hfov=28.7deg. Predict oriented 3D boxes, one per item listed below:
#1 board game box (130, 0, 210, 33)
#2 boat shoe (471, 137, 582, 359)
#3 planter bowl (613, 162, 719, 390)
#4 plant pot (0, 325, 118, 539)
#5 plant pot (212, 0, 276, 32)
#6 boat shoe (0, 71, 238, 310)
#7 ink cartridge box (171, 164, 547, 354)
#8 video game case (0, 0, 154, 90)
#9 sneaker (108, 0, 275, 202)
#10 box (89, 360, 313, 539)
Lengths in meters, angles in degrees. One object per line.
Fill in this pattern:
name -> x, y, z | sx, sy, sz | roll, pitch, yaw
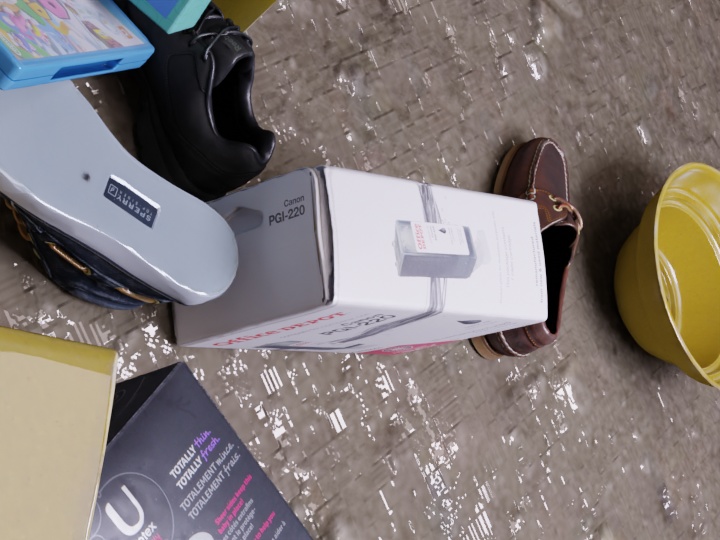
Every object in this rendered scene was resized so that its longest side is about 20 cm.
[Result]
board game box -> -0.130, -0.253, 0.763 | 0.200, 0.152, 0.045 | 40, 21, 0
boat shoe -> 0.140, -0.022, 1.089 | 0.070, 0.070, 0.201 | 35, 53, -33
planter bowl -> 0.276, 0.015, 1.211 | 0.199, 0.083, 0.202 | 16, 67, -42
plant pot -> -0.241, 0.112, 0.560 | 0.199, 0.194, 0.197 | 23, 61, -31
plant pot -> -0.069, -0.298, 0.876 | 0.176, 0.200, 0.201 | 37, 52, -17
boat shoe -> -0.164, -0.039, 0.754 | 0.200, 0.090, 0.071 | 41, 53, -32
ink cartridge box -> 0.000, 0.000, 0.875 | 0.199, 0.145, 0.086 | 8, 73, -45
video game case -> -0.187, -0.156, 0.721 | 0.143, 0.018, 0.200 | 47, 14, -2
sneaker -> -0.108, -0.140, 0.847 | 0.076, 0.090, 0.201 | -35, 102, -45
box -> -0.100, 0.169, 0.744 | 0.201, 0.106, 0.122 | 57, 43, -17
